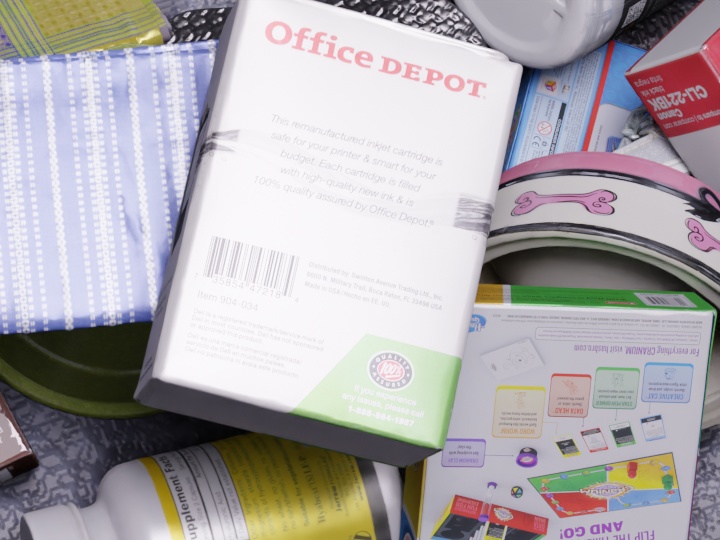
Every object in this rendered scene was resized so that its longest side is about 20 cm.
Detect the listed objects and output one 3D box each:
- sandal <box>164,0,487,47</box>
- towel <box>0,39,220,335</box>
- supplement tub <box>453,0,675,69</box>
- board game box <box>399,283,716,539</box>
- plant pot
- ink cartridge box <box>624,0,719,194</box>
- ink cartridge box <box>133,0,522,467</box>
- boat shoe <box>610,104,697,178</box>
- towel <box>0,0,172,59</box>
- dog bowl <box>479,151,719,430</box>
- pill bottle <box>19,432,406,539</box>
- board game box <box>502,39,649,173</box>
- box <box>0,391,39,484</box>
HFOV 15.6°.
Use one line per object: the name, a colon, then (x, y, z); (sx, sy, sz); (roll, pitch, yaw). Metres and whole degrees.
sandal: (-0.020, -0.127, 1.554); (0.200, 0.045, 0.075); (1, 78, 8)
towel: (-0.098, -0.045, 1.332); (0.200, 0.024, 0.145); (-5, 79, -12)
supplement tub: (0.153, -0.210, 1.561); (0.200, 0.123, 0.123); (-32, 83, -37)
board game box: (0.100, 0.110, 1.388); (0.153, 0.040, 0.200); (3, 103, -11)
plant pot: (-0.126, -0.038, 1.432); (0.200, 0.190, 0.200); (3, 73, -12)
ink cartridge box: (0.268, -0.079, 1.482); (0.144, 0.084, 0.200); (-42, 102, -26)
ink cartridge box: (-0.016, -0.019, 1.287); (0.145, 0.084, 0.200); (15, 76, -8)
boat shoe: (0.200, -0.082, 1.541); (0.202, 0.074, 0.065); (-26, 74, -22)
towel: (-0.219, -0.146, 1.501); (0.200, 0.023, 0.144); (-20, 50, -18)
dog bowl: (0.139, 0.010, 1.480); (0.200, 0.200, 0.074); (21, 56, -6)
pill bottle: (-0.080, 0.149, 1.431); (0.200, 0.111, 0.111); (-12, 77, -14)
board game box: (0.184, -0.052, 1.583); (0.200, 0.037, 0.151); (18, 71, -5)
box: (-0.266, 0.041, 1.436); (0.100, 0.075, 0.200); (-27, 83, -8)
